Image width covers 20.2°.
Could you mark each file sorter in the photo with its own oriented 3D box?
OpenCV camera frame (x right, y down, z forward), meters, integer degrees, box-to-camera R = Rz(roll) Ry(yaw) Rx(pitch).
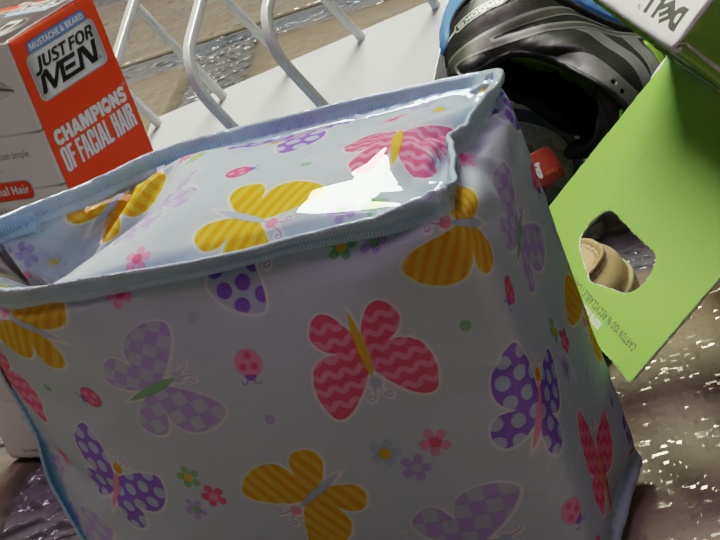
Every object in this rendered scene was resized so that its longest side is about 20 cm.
[{"bbox_3d":[-0.072,-0.086,0.979,0.200,0.125,0.139,-19,42,32],"label":"file sorter"}]

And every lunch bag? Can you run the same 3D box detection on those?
[{"bbox_3d":[-0.024,0.038,0.701,0.200,0.170,0.127,-14,24,21],"label":"lunch bag"}]

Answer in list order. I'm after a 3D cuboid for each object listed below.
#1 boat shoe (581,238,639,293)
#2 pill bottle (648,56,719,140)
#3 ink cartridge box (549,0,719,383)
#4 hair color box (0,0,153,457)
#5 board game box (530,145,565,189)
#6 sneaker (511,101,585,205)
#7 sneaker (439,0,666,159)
[{"bbox_3d":[0.029,0.030,0.826,0.200,0.063,0.073,-29,21,-25],"label":"boat shoe"},{"bbox_3d":[0.188,-0.038,0.774,0.114,0.114,0.200,-25,20,-11],"label":"pill bottle"},{"bbox_3d":[0.113,-0.079,0.731,0.200,0.076,0.148,-53,23,9],"label":"ink cartridge box"},{"bbox_3d":[-0.140,-0.016,0.909,0.111,0.200,0.064,-4,26,37],"label":"hair color box"},{"bbox_3d":[0.000,0.000,0.896,0.103,0.019,0.200,-31,-3,43],"label":"board game box"},{"bbox_3d":[0.032,-0.069,1.062,0.202,0.077,0.146,-12,24,26],"label":"sneaker"},{"bbox_3d":[0.132,-0.082,0.949,0.199,0.071,0.083,14,60,-1],"label":"sneaker"}]
